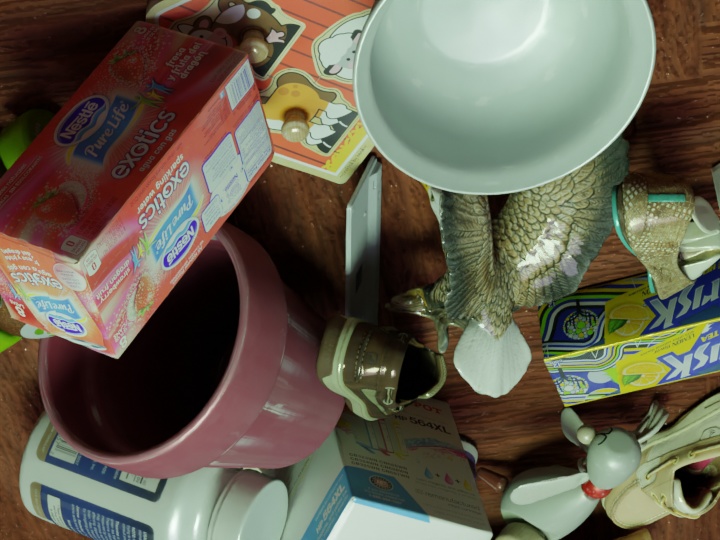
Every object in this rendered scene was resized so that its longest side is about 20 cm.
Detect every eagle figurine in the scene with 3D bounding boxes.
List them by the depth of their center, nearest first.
[{"bbox_3d":[0.095,-0.024,1.532,0.151,0.152,0.200,29,139,-5],"label":"eagle figurine"}]

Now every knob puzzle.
[{"bbox_3d":[-0.056,-0.140,1.458,0.219,0.030,0.220,-1,140,-1],"label":"knob puzzle"}]

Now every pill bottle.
[{"bbox_3d":[-0.163,0.175,1.699,0.200,0.111,0.111,17,145,23],"label":"pill bottle"}]

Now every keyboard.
[{"bbox_3d":[0.000,0.000,1.606,0.011,0.056,0.200,20,142,16],"label":"keyboard"}]

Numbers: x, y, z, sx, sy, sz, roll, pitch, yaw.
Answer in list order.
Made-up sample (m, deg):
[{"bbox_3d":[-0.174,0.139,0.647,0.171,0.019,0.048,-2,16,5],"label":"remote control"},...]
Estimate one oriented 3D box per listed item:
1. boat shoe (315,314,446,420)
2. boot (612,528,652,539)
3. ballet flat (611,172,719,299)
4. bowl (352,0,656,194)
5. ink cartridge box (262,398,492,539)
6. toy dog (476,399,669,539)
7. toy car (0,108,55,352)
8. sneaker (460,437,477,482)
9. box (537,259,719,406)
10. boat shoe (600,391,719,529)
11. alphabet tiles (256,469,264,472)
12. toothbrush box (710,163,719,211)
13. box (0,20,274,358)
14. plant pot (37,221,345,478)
[{"bbox_3d":[0.028,0.081,1.604,0.075,0.075,0.202,11,178,17],"label":"boat shoe"},{"bbox_3d":[0.155,0.282,1.933,0.200,0.069,0.188,-19,163,-14],"label":"boot"},{"bbox_3d":[0.231,-0.022,1.538,0.065,0.071,0.200,-5,168,16],"label":"ballet flat"},{"bbox_3d":[0.087,-0.155,1.388,0.201,0.090,0.201,-5,129,-6],"label":"bowl"},{"bbox_3d":[0.006,0.182,1.725,0.128,0.200,0.125,17,118,-21],"label":"ink cartridge box"},{"bbox_3d":[0.161,0.170,1.785,0.096,0.132,0.200,37,125,3],"label":"toy dog"},{"bbox_3d":[-0.270,0.010,1.467,0.164,0.200,0.158,-31,107,30],"label":"toy car"},{"bbox_3d":[0.056,0.236,1.858,0.076,0.088,0.200,3,140,-7],"label":"sneaker"},{"bbox_3d":[0.245,0.043,1.663,0.200,0.064,0.070,-15,138,12],"label":"box"},{"bbox_3d":[0.277,0.176,1.814,0.074,0.069,0.200,19,137,-25],"label":"boat shoe"},{"bbox_3d":[-0.109,0.230,1.899,0.200,0.015,0.196,-19,137,19],"label":"alphabet tiles"},{"bbox_3d":[0.358,0.001,1.558,0.200,0.147,0.085,32,128,-32],"label":"toothbrush box"},{"bbox_3d":[-0.152,-0.056,1.393,0.095,0.200,0.103,19,147,27],"label":"box"},{"bbox_3d":[-0.110,0.068,1.591,0.200,0.200,0.179,-28,149,27],"label":"plant pot"}]
